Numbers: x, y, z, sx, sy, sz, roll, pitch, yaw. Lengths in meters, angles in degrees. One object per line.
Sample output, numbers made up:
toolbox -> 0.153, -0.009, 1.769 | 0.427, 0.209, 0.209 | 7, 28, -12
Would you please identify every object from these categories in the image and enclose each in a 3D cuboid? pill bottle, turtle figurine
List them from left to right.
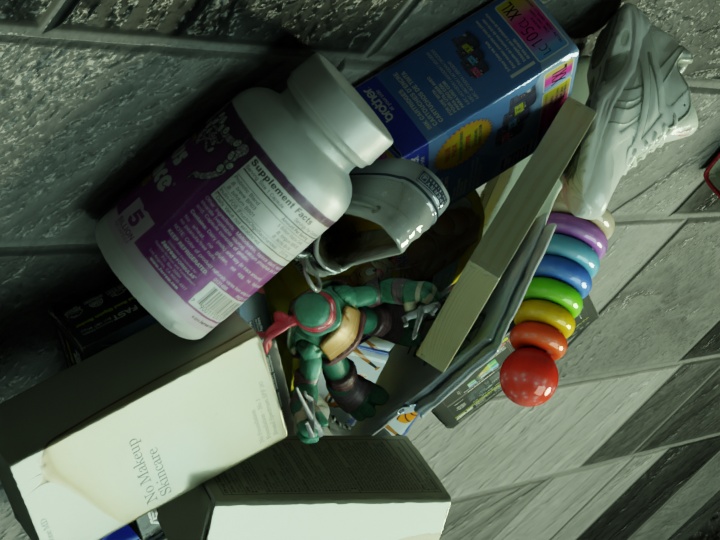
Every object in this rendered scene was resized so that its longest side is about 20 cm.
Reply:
pill bottle -> -0.077, -0.055, 1.426 | 0.200, 0.112, 0.112 | -41, 159, 7
turtle figurine -> -0.009, 0.051, 1.552 | 0.150, 0.101, 0.200 | -44, 164, 2

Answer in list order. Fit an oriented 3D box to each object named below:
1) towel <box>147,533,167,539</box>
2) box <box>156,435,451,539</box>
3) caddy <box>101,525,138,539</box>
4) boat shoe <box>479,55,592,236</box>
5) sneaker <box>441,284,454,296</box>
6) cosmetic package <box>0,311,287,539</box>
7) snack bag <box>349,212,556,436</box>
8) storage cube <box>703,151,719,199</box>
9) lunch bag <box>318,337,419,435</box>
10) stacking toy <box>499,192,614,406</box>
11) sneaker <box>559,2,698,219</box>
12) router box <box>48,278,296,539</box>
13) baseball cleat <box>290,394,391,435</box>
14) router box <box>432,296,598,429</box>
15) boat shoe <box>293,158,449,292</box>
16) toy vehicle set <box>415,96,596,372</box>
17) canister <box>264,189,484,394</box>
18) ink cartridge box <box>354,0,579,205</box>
towel -> -0.105, 0.212, 1.803 | 0.148, 0.037, 0.200 | -30, 168, 16
box -> -0.043, 0.180, 1.564 | 0.199, 0.095, 0.078 | 3, 118, -26
caddy -> -0.175, 0.158, 1.709 | 0.200, 0.105, 0.141 | -46, 159, 20
boat shoe -> 0.147, -0.095, 1.763 | 0.202, 0.070, 0.072 | -62, -160, 6
sneaker -> 0.058, 0.069, 1.917 | 0.200, 0.096, 0.079 | -47, 157, 23
cosmetic package -> -0.161, 0.111, 1.474 | 0.199, 0.073, 0.104 | -29, 128, -18
snack bag -> 0.070, 0.058, 1.668 | 0.200, 0.021, 0.189 | -41, -168, 36
storage cube -> 0.504, -0.108, 2.172 | 0.179, 0.171, 0.200 | -13, 147, -50
lunch bag -> -0.027, 0.107, 1.854 | 0.160, 0.076, 0.200 | 13, 129, -32
stacking toy -> 0.175, 0.032, 1.903 | 0.085, 0.085, 0.201 | 82, 21, -66
sneaker -> 0.225, -0.121, 1.668 | 0.078, 0.099, 0.201 | 126, -14, -63
router box -> -0.136, 0.087, 1.568 | 0.149, 0.062, 0.201 | -27, 128, -19
baseball cleat -> -0.022, 0.142, 1.749 | 0.069, 0.107, 0.200 | -11, -170, 18
router box -> 0.134, 0.063, 2.052 | 0.200, 0.062, 0.150 | -37, 160, 0
boat shoe -> -0.022, -0.026, 1.503 | 0.201, 0.075, 0.086 | -2, -136, 52
toy vehicle set -> 0.111, -0.029, 1.574 | 0.200, 0.026, 0.124 | -57, 176, -39
canister -> 0.000, 0.000, 1.700 | 0.199, 0.087, 0.149 | -33, 158, -18
ink cartridge box -> 0.064, -0.113, 1.588 | 0.199, 0.076, 0.137 | -31, 158, -13
